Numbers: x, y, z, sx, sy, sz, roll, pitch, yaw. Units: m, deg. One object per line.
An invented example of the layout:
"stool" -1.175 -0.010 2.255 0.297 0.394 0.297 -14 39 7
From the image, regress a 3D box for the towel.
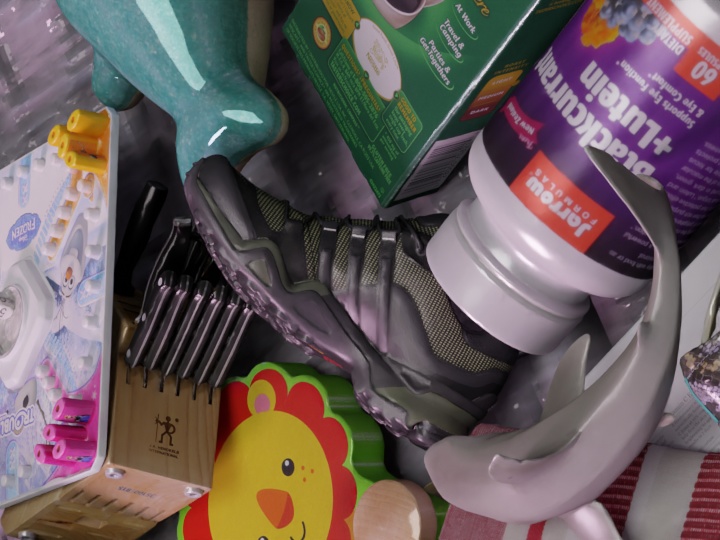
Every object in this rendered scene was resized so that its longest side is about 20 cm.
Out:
"towel" 0.120 0.149 1.234 0.199 0.023 0.145 5 68 34

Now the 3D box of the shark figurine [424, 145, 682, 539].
"shark figurine" 0.094 0.059 1.190 0.128 0.089 0.215 53 129 31

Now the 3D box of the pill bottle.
"pill bottle" 0.122 -0.059 1.269 0.112 0.111 0.200 50 115 25

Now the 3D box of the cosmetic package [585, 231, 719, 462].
"cosmetic package" 0.173 0.093 1.267 0.200 0.052 0.151 -49 66 23

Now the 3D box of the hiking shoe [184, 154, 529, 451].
"hiking shoe" 0.000 0.000 1.360 0.200 0.076 0.101 43 82 2

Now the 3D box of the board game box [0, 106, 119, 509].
"board game box" -0.196 0.029 1.472 0.200 0.026 0.201 -23 61 52

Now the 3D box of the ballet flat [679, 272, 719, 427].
"ballet flat" 0.209 -0.016 1.189 0.072 0.072 0.201 30 75 31

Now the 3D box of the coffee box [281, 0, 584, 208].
"coffee box" 0.039 -0.136 1.325 0.123 0.044 0.200 60 143 21

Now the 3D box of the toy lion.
"toy lion" -0.030 0.156 1.406 0.191 0.068 0.201 20 101 40

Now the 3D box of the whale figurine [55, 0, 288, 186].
"whale figurine" -0.103 -0.138 1.413 0.159 0.103 0.201 -39 55 35

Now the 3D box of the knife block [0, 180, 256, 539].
"knife block" -0.123 0.048 1.458 0.200 0.064 0.177 -36 43 52
